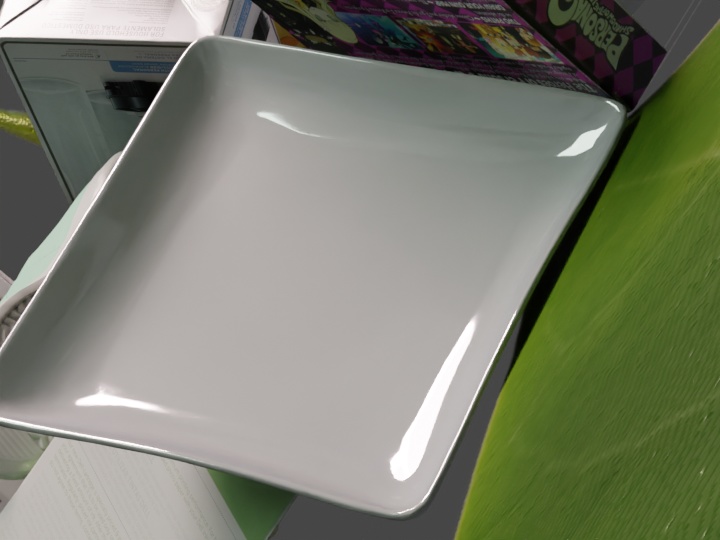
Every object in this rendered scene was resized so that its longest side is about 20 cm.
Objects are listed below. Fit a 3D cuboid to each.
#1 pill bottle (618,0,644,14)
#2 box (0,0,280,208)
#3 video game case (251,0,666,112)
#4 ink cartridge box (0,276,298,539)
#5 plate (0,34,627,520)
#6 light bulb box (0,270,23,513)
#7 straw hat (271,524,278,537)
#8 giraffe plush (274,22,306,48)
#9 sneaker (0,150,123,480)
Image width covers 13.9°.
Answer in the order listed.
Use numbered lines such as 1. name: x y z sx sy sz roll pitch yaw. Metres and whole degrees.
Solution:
1. pill bottle: 0.054 -0.122 1.327 0.111 0.111 0.200 -61 6 -31
2. box: -0.091 -0.072 1.436 0.200 0.116 0.060 72 -155 -53
3. video game case: -0.002 -0.132 1.166 0.200 0.181 0.036 11 65 56
4. ink cartridge box: -0.080 0.108 1.185 0.200 0.048 0.146 -54 44 20
5. plate: -0.020 0.003 1.123 0.200 0.200 0.032 -62 -32 -29
6. light bulb box: -0.212 0.120 1.561 0.198 0.125 0.200 -49 -5 -10
7. straw hat: -0.069 0.084 1.353 0.201 0.085 0.201 -159 90 -83
8. giraffe plush: -0.037 -0.133 1.512 0.200 0.173 0.162 -25 -36 -23
9. sneaker: -0.139 0.045 1.337 0.118 0.074 0.201 -54 6 43
